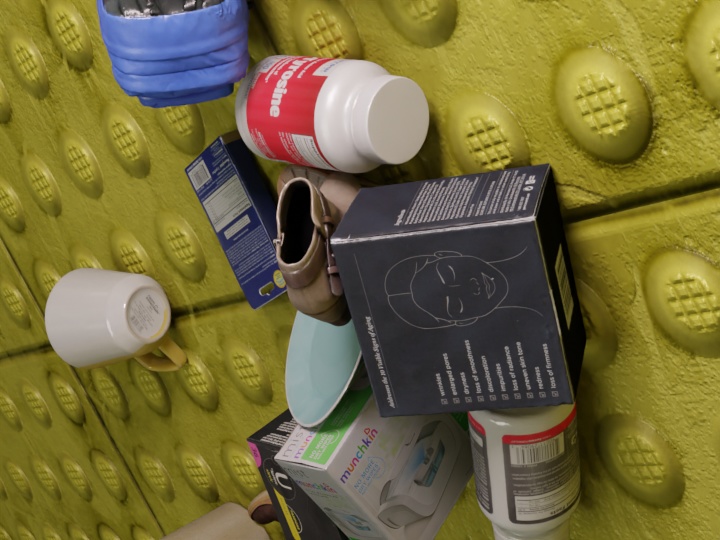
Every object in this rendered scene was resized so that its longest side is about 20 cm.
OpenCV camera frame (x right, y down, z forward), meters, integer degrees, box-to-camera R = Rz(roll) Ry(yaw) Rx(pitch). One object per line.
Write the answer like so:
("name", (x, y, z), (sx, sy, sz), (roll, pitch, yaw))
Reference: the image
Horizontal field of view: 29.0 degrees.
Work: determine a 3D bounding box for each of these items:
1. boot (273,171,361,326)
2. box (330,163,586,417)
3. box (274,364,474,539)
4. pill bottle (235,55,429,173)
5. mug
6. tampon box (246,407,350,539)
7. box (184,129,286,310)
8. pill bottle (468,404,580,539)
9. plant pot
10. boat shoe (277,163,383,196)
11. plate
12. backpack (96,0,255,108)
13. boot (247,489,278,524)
("boot", (-0.038, -0.045, 1.349), (0.070, 0.201, 0.146), (-11, 148, 14))
("box", (0.098, 0.022, 1.325), (0.195, 0.124, 0.201), (-7, 116, 18))
("box", (0.033, 0.182, 1.503), (0.096, 0.200, 0.177), (3, 139, 49))
("pill bottle", (-0.028, -0.159, 1.417), (0.199, 0.112, 0.113), (12, 127, 47))
("mug", (-0.340, 0.068, 2.027), (0.152, 0.186, 0.151), (-6, 80, 45))
("tampon box", (-0.003, 0.215, 1.619), (0.126, 0.199, 0.151), (6, 122, 50))
("box", (-0.141, -0.059, 1.705), (0.121, 0.032, 0.201), (-30, 84, 57))
("pill bottle", (0.172, 0.199, 1.445), (0.110, 0.110, 0.201), (24, 135, 40))
("plant pot", (-0.237, 0.462, 2.146), (0.200, 0.183, 0.202), (32, 139, 33))
("boat shoe", (0.011, -0.067, 1.492), (0.199, 0.072, 0.073), (22, 111, 15))
("plate", (-0.026, 0.067, 1.457), (0.200, 0.025, 0.202), (-45, 37, 49))
("backpack", (-0.185, -0.254, 1.445), (0.200, 0.161, 0.169), (-110, 8, -57))
("boot", (-0.073, 0.367, 1.953), (0.167, 0.072, 0.200), (54, 144, 8))
